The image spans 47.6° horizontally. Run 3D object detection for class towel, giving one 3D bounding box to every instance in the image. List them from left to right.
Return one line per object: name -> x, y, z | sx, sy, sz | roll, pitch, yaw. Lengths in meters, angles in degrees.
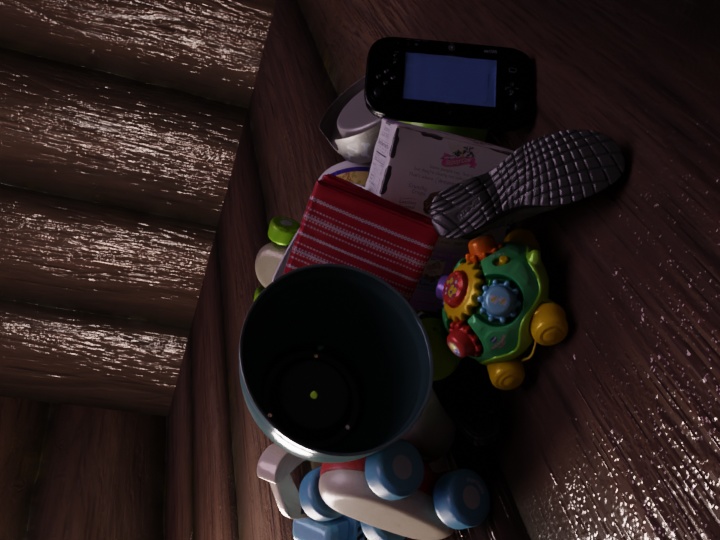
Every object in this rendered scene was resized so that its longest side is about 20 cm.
towel -> -0.010, 0.004, 0.899 | 0.023, 0.143, 0.202 | -72, 5, -59

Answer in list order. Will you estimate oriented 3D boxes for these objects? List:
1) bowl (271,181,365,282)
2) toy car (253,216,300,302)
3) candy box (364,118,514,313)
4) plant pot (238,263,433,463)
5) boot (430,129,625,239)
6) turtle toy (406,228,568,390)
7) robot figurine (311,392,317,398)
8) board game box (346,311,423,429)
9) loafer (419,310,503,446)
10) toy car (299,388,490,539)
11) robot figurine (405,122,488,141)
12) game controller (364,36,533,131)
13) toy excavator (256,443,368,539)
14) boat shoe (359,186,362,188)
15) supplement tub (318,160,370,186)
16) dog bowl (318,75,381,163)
bowl -> 0.000, 0.000, 1.094 | 0.199, 0.075, 0.201 | 31, 89, 29
toy car -> -0.072, -0.008, 1.430 | 0.157, 0.199, 0.166 | 30, 119, 25
candy box -> 0.085, -0.059, 0.954 | 0.072, 0.166, 0.203 | -129, 51, -69
plant pot -> -0.038, 0.113, 0.859 | 0.134, 0.197, 0.203 | 121, 153, -58
boot -> 0.172, -0.084, 0.835 | 0.198, 0.130, 0.069 | -19, 85, 22
turtle toy -> 0.124, 0.047, 0.863 | 0.201, 0.100, 0.147 | -55, 29, 35
robot figurine -> -0.077, 0.211, 1.353 | 0.200, 0.114, 0.178 | -38, 67, 61
board game box -> 0.020, 0.147, 1.062 | 0.200, 0.034, 0.127 | -36, -22, -48
loafer -> 0.116, 0.126, 0.945 | 0.201, 0.067, 0.071 | -112, 6, -50
toy car -> 0.047, 0.198, 0.962 | 0.184, 0.176, 0.202 | -36, 33, 50
robot figurine -> 0.102, -0.175, 1.050 | 0.176, 0.114, 0.202 | -78, 5, -64
game controller -> 0.104, -0.219, 0.955 | 0.042, 0.197, 0.106 | 99, 176, -79
toy excavator -> -0.052, 0.314, 1.064 | 0.099, 0.199, 0.197 | 8, 95, 39
boat shoe -> -0.031, -0.008, 0.958 | 0.072, 0.063, 0.202 | 28, 123, 24
supplement tub -> 0.000, -0.050, 1.245 | 0.146, 0.144, 0.202 | 126, 148, -52
dog bowl -> 0.035, -0.239, 1.226 | 0.198, 0.059, 0.201 | -25, 32, 17
